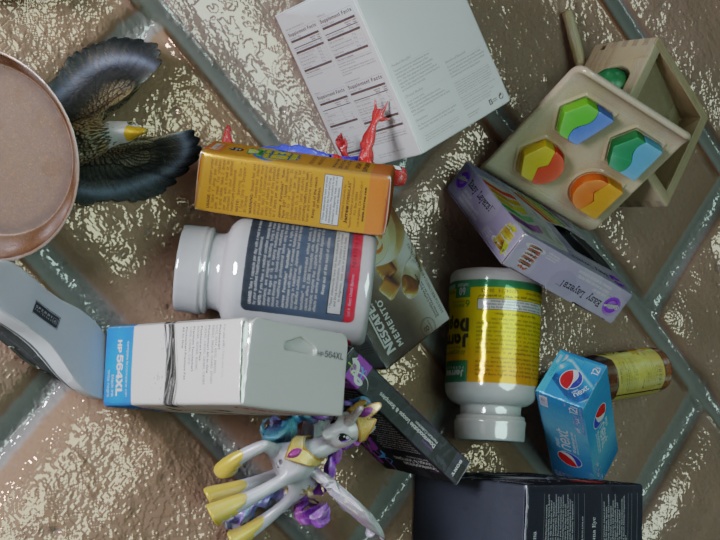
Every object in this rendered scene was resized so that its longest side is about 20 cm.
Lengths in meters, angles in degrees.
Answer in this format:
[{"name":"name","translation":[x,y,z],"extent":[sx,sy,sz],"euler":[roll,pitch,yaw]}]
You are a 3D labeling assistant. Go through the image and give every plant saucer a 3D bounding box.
[{"name":"plant saucer","translation":[-0.342,-0.109,1.195],"extent":[0.201,0.200,0.034],"euler":[66,21,-11]}]

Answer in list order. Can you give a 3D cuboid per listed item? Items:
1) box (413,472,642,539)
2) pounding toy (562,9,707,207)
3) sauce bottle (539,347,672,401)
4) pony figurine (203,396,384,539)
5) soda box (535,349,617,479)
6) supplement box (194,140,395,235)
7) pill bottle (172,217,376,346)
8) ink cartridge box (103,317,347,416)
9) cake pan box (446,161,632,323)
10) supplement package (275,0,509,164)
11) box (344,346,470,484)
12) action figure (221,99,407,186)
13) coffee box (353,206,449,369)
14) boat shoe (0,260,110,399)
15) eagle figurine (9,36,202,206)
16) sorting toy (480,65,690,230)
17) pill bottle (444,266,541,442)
[{"name":"box","translation":[0.190,0.289,1.498],"extent":[0.182,0.200,0.105],"euler":[5,83,-35]},{"name":"pounding toy","translation":[0.335,-0.217,1.713],"extent":[0.200,0.142,0.184],"euler":[46,62,-34]},{"name":"sauce bottle","translation":[0.317,0.138,1.686],"extent":[0.199,0.066,0.066],"euler":[-3,86,-37]},{"name":"pony figurine","translation":[-0.059,0.213,1.356],"extent":[0.200,0.193,0.167],"euler":[-28,63,-7]},{"name":"soda box","translation":[0.267,0.186,1.587],"extent":[0.068,0.064,0.200],"euler":[-55,149,-26]},{"name":"supplement box","translation":[-0.067,-0.086,1.341],"extent":[0.199,0.067,0.069],"euler":[6,105,4]},{"name":"pill bottle","translation":[-0.088,0.008,1.342],"extent":[0.199,0.120,0.120],"euler":[7,79,-2]},{"name":"ink cartridge box","translation":[-0.133,0.098,1.274],"extent":[0.146,0.200,0.085],"euler":[13,77,-47]},{"name":"cake pan box","translation":[0.216,-0.033,1.569],"extent":[0.200,0.184,0.052],"euler":[27,111,-31]},{"name":"supplement package","translation":[0.036,-0.241,1.476],"extent":[0.152,0.150,0.201],"euler":[-33,104,-33]},{"name":"box","translation":[0.013,0.154,1.421],"extent":[0.200,0.143,0.036],"euler":[47,68,-22]},{"name":"action figure","translation":[-0.043,-0.138,1.406],"extent":[0.199,0.065,0.099],"euler":[13,66,3]},{"name":"coffee box","translation":[0.000,0.000,1.468],"extent":[0.114,0.080,0.200],"euler":[-35,104,-32]},{"name":"boat shoe","translation":[-0.310,0.058,1.255],"extent":[0.200,0.056,0.069],"euler":[51,42,-40]},{"name":"eagle figurine","translation":[-0.262,-0.135,1.291],"extent":[0.200,0.151,0.152],"euler":[-42,156,-61]},{"name":"sorting toy","translation":[0.276,-0.141,1.602],"extent":[0.185,0.200,0.037],"euler":[27,39,-23]},{"name":"pill bottle","translation":[0.157,0.102,1.549],"extent":[0.112,0.113,0.201],"euler":[9,80,-34]}]
